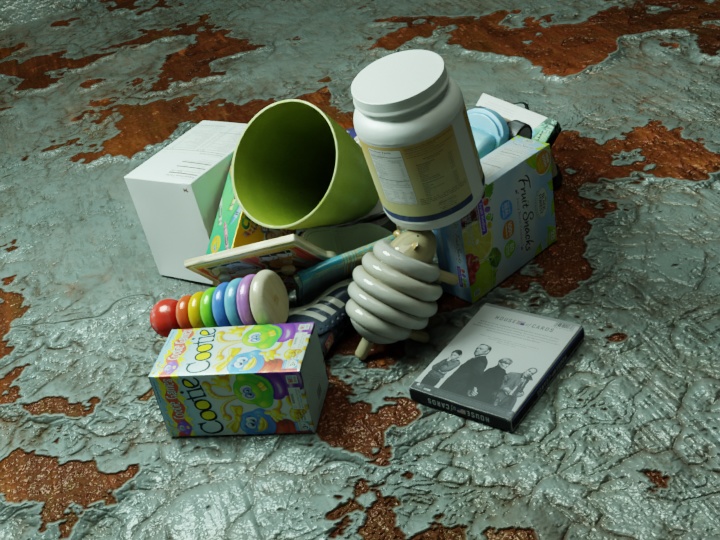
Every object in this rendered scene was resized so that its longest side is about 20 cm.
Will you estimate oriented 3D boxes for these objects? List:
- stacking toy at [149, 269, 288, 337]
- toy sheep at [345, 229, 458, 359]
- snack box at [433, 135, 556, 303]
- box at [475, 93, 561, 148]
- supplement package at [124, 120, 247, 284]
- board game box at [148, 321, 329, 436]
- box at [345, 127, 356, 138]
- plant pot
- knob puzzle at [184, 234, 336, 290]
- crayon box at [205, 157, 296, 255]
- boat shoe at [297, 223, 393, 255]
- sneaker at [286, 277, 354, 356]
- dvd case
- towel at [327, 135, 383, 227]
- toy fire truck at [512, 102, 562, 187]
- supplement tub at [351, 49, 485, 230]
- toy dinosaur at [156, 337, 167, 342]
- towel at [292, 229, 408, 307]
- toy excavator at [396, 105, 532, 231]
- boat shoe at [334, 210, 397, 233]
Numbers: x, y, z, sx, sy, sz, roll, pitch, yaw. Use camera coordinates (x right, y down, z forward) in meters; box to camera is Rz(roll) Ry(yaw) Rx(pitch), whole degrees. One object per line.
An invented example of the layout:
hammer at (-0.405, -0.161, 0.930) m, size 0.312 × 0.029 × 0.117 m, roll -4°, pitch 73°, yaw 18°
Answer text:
stacking toy at (-0.203, 0.054, 1.390) m, size 0.199 × 0.086 × 0.085 m, roll -9°, pitch 31°, yaw 22°
toy sheep at (0.047, 0.033, 1.370) m, size 0.138 × 0.200 × 0.138 m, roll 23°, pitch 7°, yaw -3°
snack box at (0.196, -0.077, 1.473) m, size 0.200 × 0.169 × 0.068 m, roll -35°, pitch 39°, yaw -31°
box at (0.209, -0.172, 1.621) m, size 0.144 × 0.036 × 0.200 m, roll 27°, pitch 85°, yaw 30°
supplement package at (-0.242, -0.113, 1.658) m, size 0.147 × 0.192 × 0.200 m, roll 9°, pitch 37°, yaw 33°
board game box at (-0.154, 0.141, 1.316) m, size 0.199 × 0.103 × 0.105 m, roll -4°, pitch 33°, yaw 13°
box at (0.003, -0.172, 1.749) m, size 0.199 × 0.105 × 0.148 m, roll -11°, pitch 32°, yaw 4°
plant pot at (-0.059, -0.140, 1.524) m, size 0.187 × 0.188 × 0.200 m, roll 11°, pitch -1°, yaw 32°
knob puzzle at (-0.123, 0.008, 1.443) m, size 0.219 × 0.220 × 0.031 m, roll -8°, pitch 72°, yaw 7°
crayon box at (-0.158, -0.081, 1.564) m, size 0.058 × 0.119 × 0.201 m, roll -8°, pitch 60°, yaw 38°
boat shoe at (-0.023, -0.030, 1.528) m, size 0.201 × 0.072 × 0.061 m, roll 3°, pitch -18°, yaw -41°
sneaker at (-0.046, 0.080, 1.415) m, size 0.200 × 0.075 × 0.085 m, roll -25°, pitch 43°, yaw -12°
dvd case at (0.178, 0.118, 1.312) m, size 0.150 × 0.025 × 0.200 m, roll 14°, pitch 40°, yaw 35°
towel at (0.004, -0.145, 1.643) m, size 0.200 × 0.133 × 0.034 m, roll -39°, pitch -3°, yaw 2°
toy fire truck at (0.213, -0.194, 1.712) m, size 0.200 × 0.129 × 0.176 m, roll -23°, pitch 32°, yaw 5°
supplement tub at (0.074, -0.169, 1.319) m, size 0.144 × 0.200 × 0.145 m, roll -13°, pitch 38°, yaw 11°
toy dinosaur at (-0.182, 0.092, 1.466) m, size 0.200 × 0.058 × 0.101 m, roll -22°, pitch 18°, yaw -30°
towel at (0.000, 0.000, 1.457) m, size 0.199 × 0.147 × 0.022 m, roll -21°, pitch 72°, yaw -8°
toy excavator at (0.143, -0.145, 1.517) m, size 0.100 × 0.195 × 0.200 m, roll 31°, pitch 28°, yaw 36°
boat shoe at (0.042, -0.064, 1.597) m, size 0.199 × 0.067 × 0.057 m, roll -18°, pitch 15°, yaw 5°
